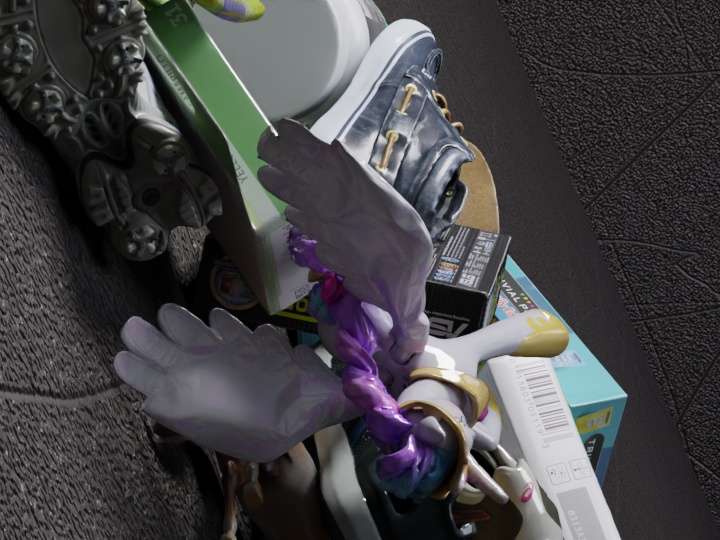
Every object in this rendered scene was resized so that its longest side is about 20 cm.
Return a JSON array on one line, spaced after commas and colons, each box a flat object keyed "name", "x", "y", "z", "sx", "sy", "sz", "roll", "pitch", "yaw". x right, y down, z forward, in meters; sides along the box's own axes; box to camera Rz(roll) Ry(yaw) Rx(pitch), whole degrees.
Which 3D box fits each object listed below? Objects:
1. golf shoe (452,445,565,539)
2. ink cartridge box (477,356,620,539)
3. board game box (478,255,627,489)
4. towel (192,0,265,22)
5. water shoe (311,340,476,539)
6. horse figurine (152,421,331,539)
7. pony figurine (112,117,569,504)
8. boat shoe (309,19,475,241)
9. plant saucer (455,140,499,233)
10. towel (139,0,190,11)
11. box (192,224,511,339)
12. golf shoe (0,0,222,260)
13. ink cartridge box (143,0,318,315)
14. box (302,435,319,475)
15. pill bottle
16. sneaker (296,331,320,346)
[{"name": "golf shoe", "x": 0.065, "y": 0.135, "z": 1.727, "sx": 0.200, "sy": 0.077, "sz": 0.088, "roll": 20, "pitch": -54, "yaw": 58}, {"name": "ink cartridge box", "x": 0.098, "y": 0.163, "z": 1.828, "sx": 0.200, "sy": 0.050, "sz": 0.161, "roll": 118, "pitch": -45, "yaw": -60}, {"name": "board game box", "x": 0.095, "y": 0.086, "z": 1.899, "sx": 0.200, "sy": 0.047, "sz": 0.151, "roll": 52, "pitch": -39, "yaw": 43}, {"name": "towel", "x": -0.123, "y": -0.179, "z": 1.464, "sx": 0.143, "sy": 0.023, "sz": 0.200, "roll": 35, "pitch": 3, "yaw": 9}, {"name": "water shoe", "x": 0.019, "y": 0.095, "z": 1.479, "sx": 0.200, "sy": 0.079, "sz": 0.072, "roll": -101, "pitch": 172, "yaw": -60}, {"name": "horse figurine", "x": -0.047, "y": 0.119, "z": 1.442, "sx": 0.133, "sy": 0.050, "sz": 0.200, "roll": -92, "pitch": 161, "yaw": -55}, {"name": "pony figurine", "x": 0.005, "y": 0.029, "z": 1.365, "sx": 0.193, "sy": 0.167, "sz": 0.200, "roll": 36, "pitch": 20, "yaw": 2}, {"name": "boat shoe", "x": 0.032, "y": -0.077, "z": 1.668, "sx": 0.200, "sy": 0.091, "sz": 0.071, "roll": -57, "pitch": 163, "yaw": -53}, {"name": "plant saucer", "x": 0.033, "y": 0.008, "z": 1.874, "sx": 0.200, "sy": 0.035, "sz": 0.201, "roll": -169, "pitch": -90, "yaw": -69}, {"name": "towel", "x": -0.145, "y": -0.250, "z": 1.682, "sx": 0.149, "sy": 0.031, "sz": 0.201, "roll": 15, "pitch": 56, "yaw": -77}, {"name": "box", "x": 0.000, "y": 0.000, "z": 1.616, "sx": 0.200, "sy": 0.160, "sz": 0.044, "roll": -59, "pitch": 160, "yaw": -78}, {"name": "golf shoe", "x": -0.138, "y": -0.099, "z": 1.363, "sx": 0.097, "sy": 0.078, "sz": 0.200, "roll": 55, "pitch": -12, "yaw": 52}, {"name": "ink cartridge box", "x": -0.076, "y": -0.080, "z": 1.441, "sx": 0.146, "sy": 0.048, "sz": 0.200, "roll": 55, "pitch": -13, "yaw": 23}, {"name": "box", "x": 0.007, "y": 0.176, "z": 1.631, "sx": 0.161, "sy": 0.049, "sz": 0.201, "roll": -5, "pitch": 76, "yaw": -76}, {"name": "pill bottle", "x": -0.045, "y": -0.136, "z": 1.748, "sx": 0.200, "sy": 0.113, "sz": 0.113, "roll": -14, "pitch": 84, "yaw": -82}, {"name": "sneaker", "x": 0.000, "y": 0.020, "z": 1.812, "sx": 0.131, "sy": 0.079, "sz": 0.201, "roll": 22, "pitch": 50, "yaw": -76}]
